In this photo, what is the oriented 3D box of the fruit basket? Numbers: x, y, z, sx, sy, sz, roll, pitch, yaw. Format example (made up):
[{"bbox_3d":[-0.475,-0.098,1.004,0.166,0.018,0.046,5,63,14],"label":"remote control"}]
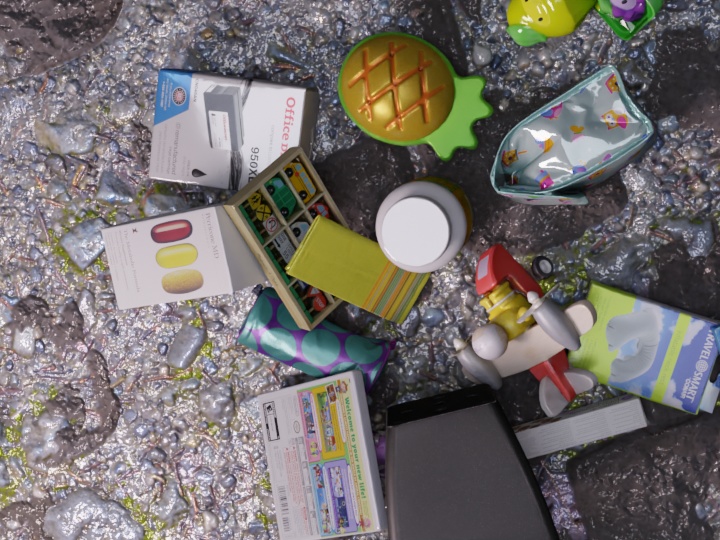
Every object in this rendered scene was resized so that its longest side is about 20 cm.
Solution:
[{"bbox_3d":[0.264,-0.359,1.434,0.214,0.156,0.217,0,86,-4],"label":"fruit basket"}]

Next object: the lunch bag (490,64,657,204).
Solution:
[{"bbox_3d":[0.253,-0.144,1.441,0.200,0.170,0.122,-35,83,12],"label":"lunch bag"}]

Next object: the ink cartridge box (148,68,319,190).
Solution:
[{"bbox_3d":[-0.164,-0.180,1.552,0.199,0.084,0.146,8,99,8],"label":"ink cartridge box"}]

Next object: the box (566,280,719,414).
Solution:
[{"bbox_3d":[0.371,0.101,1.514,0.199,0.048,0.123,18,99,8],"label":"box"}]

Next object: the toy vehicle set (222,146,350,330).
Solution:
[{"bbox_3d":[-0.076,-0.039,1.500,0.124,0.026,0.201,-44,119,-25],"label":"toy vehicle set"}]

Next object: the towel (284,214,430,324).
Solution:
[{"bbox_3d":[0.000,0.000,1.519,0.199,0.018,0.086,25,98,-36],"label":"towel"}]

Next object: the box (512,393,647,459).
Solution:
[{"bbox_3d":[0.271,0.207,1.549,0.199,0.039,0.042,-19,95,12],"label":"box"}]

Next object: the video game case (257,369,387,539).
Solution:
[{"bbox_3d":[-0.052,0.243,1.532,0.182,0.022,0.201,-18,77,41],"label":"video game case"}]

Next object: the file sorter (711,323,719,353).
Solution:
[{"bbox_3d":[0.538,0.144,1.431,0.138,0.123,0.201,-22,99,-1],"label":"file sorter"}]

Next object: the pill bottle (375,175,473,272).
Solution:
[{"bbox_3d":[0.079,-0.057,1.467,0.110,0.200,0.112,1,98,9],"label":"pill bottle"}]

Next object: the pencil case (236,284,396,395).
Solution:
[{"bbox_3d":[-0.060,0.093,1.569,0.199,0.085,0.093,26,56,5],"label":"pencil case"}]

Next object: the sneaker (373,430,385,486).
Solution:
[{"bbox_3d":[0.029,0.226,1.579,0.199,0.073,0.115,12,101,-3],"label":"sneaker"}]

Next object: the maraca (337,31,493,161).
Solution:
[{"bbox_3d":[0.067,-0.219,1.496,0.199,0.107,0.138,26,99,5],"label":"maraca"}]

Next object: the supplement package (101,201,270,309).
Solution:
[{"bbox_3d":[-0.218,-0.023,1.535,0.199,0.109,0.114,-9,96,34],"label":"supplement package"}]

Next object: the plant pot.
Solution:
[{"bbox_3d":[0.118,0.247,1.455,0.199,0.200,0.178,-13,94,3],"label":"plant pot"}]

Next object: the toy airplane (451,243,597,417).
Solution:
[{"bbox_3d":[0.199,0.090,1.472,0.199,0.141,0.201,34,127,44],"label":"toy airplane"}]
